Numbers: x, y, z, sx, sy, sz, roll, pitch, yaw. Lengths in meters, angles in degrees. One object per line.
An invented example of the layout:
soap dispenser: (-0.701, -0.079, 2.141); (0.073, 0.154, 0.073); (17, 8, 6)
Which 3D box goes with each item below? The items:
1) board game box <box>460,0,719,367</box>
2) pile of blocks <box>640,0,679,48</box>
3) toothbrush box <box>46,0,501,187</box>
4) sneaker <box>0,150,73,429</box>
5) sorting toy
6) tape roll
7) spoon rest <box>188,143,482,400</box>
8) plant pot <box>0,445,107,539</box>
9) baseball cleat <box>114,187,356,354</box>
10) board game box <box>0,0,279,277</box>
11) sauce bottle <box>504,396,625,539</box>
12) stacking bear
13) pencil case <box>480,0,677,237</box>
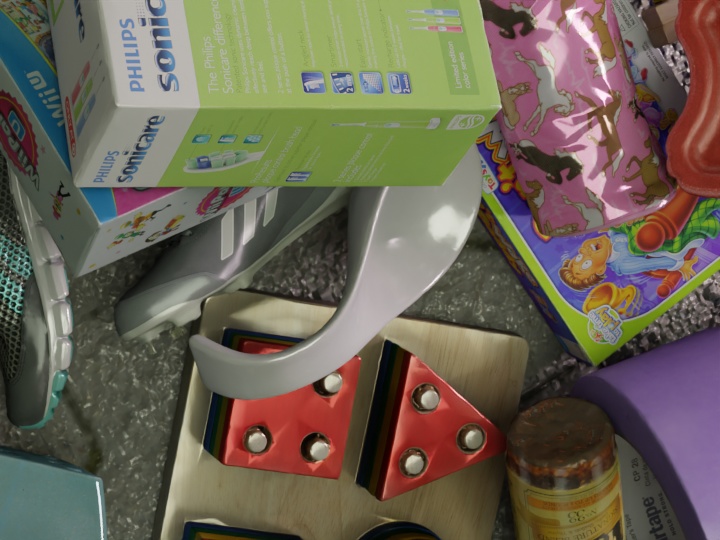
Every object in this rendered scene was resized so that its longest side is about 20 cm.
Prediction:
board game box: (0.127, -0.065, 1.433); (0.134, 0.045, 0.200); (-37, 107, -8)
pile of blocks: (0.197, -0.219, 1.426); (0.082, 0.062, 0.201); (28, 81, -12)
toothbrush box: (-0.047, -0.123, 1.233); (0.199, 0.086, 0.146); (-1, 64, -23)
sneaker: (-0.205, -0.012, 1.328); (0.091, 0.078, 0.201); (-8, 92, -12)
sorting toy: (-0.007, 0.124, 1.408); (0.198, 0.070, 0.201); (9, 95, -19)
tape roll: (0.197, 0.139, 1.405); (0.085, 0.200, 0.201); (-20, 104, -14)
spoon rest: (0.000, 0.000, 1.338); (0.200, 0.060, 0.100); (-42, 140, -22)
plant pot: (-0.212, 0.192, 1.323); (0.141, 0.141, 0.201); (14, 87, -19)
baseball cleat: (-0.071, -0.044, 1.360); (0.200, 0.070, 0.107); (-36, 97, -28)
board game box: (-0.095, -0.105, 1.293); (0.199, 0.064, 0.148); (-26, 77, -28)
sauce bottle: (0.123, 0.165, 1.428); (0.066, 0.066, 0.201); (-22, 129, -13)
stacking bear: (0.261, -0.086, 1.412); (0.200, 0.113, 0.122); (17, 77, -62)
pencil case: (0.107, -0.117, 1.353); (0.086, 0.083, 0.201); (-14, 104, 17)
